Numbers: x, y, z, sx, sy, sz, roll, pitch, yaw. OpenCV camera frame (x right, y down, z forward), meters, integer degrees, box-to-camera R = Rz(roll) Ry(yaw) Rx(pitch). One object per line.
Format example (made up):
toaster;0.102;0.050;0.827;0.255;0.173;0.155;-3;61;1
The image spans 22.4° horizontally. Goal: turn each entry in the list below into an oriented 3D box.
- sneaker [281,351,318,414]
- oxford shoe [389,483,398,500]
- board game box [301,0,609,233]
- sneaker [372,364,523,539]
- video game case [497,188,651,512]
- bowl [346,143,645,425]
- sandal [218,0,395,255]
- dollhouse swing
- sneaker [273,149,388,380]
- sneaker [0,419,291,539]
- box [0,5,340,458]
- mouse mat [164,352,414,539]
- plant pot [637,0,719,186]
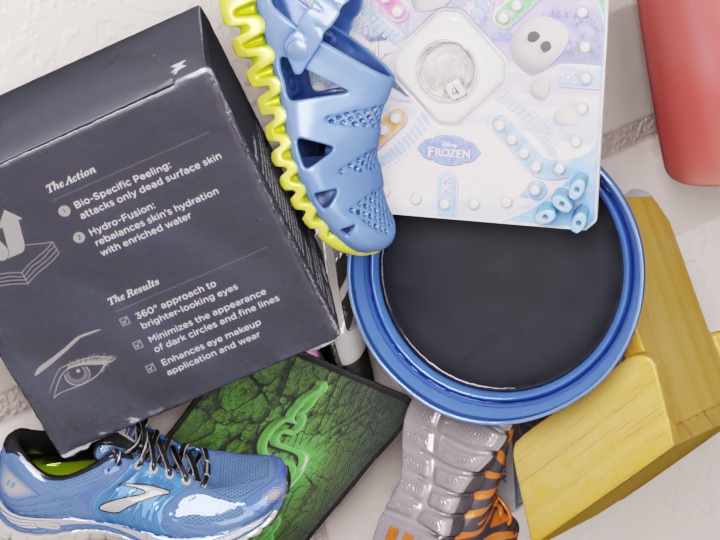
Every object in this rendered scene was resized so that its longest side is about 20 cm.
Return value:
sneaker;-0.087;0.015;1.253;0.095;0.079;0.202;-17;111;-6
oxford shoe;0.071;0.137;1.378;0.075;0.058;0.201;19;99;-44
board game box;0.055;-0.127;1.151;0.198;0.026;0.202;5;110;13
sneaker;0.079;0.143;1.306;0.112;0.077;0.201;18;99;-57
video game case;0.164;0.060;1.386;0.200;0.023;0.184;-35;132;-39
bowl;0.091;0.001;1.213;0.199;0.039;0.203;2;98;13
sandal;-0.017;-0.105;1.122;0.086;0.080;0.201;-16;104;19
dollhouse swing;0.173;0.069;1.330;0.181;0.177;0.200;-39;167;24
sneaker;0.000;0.000;1.282;0.088;0.074;0.202;-17;113;-12
sneaker;-0.144;0.135;1.195;0.198;0.079;0.090;0;122;-8
box;-0.142;-0.024;1.127;0.195;0.118;0.201;-23;118;5
mouse mat;-0.073;0.140;1.277;0.160;0.008;0.200;24;115;-34
plant pot;0.297;-0.184;1.366;0.200;0.200;0.178;-30;108;-21
